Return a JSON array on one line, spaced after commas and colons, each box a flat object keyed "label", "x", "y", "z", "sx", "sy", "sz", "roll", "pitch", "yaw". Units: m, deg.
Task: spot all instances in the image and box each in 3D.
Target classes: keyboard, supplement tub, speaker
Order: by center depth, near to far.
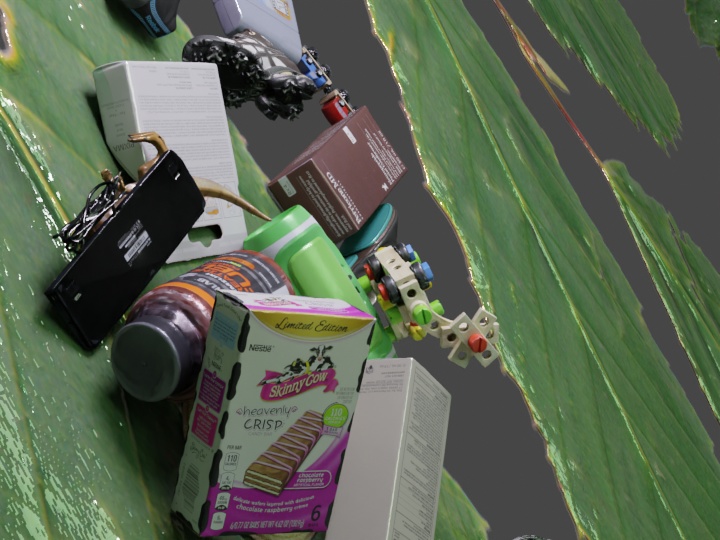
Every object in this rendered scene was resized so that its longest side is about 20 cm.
[{"label": "keyboard", "x": -0.218, "y": -0.032, "z": 1.276, "sx": 0.201, "sy": 0.039, "sz": 0.105, "roll": -56, "pitch": 134, "yaw": -38}, {"label": "supplement tub", "x": -0.142, "y": 0.054, "z": 1.293, "sx": 0.108, "sy": 0.106, "sz": 0.200, "roll": 60, "pitch": 28, "yaw": -1}, {"label": "speaker", "x": -0.041, "y": 0.035, "z": 1.499, "sx": 0.201, "sy": 0.088, "sz": 0.088, "roll": 58, "pitch": 28, "yaw": -8}]

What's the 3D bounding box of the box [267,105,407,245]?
[{"label": "box", "x": -0.023, "y": -0.109, "z": 1.675, "sx": 0.101, "sy": 0.075, "sz": 0.200, "roll": 55, "pitch": 30, "yaw": -11}]

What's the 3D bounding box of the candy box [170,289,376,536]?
[{"label": "candy box", "x": -0.074, "y": 0.124, "z": 1.232, "sx": 0.135, "sy": 0.061, "sz": 0.202, "roll": 5, "pitch": 102, "yaw": -37}]

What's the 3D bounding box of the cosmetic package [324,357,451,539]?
[{"label": "cosmetic package", "x": 0.029, "y": 0.198, "z": 1.406, "sx": 0.104, "sy": 0.072, "sz": 0.202, "roll": 46, "pitch": 47, "yaw": -50}]

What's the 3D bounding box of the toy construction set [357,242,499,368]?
[{"label": "toy construction set", "x": 0.061, "y": 0.041, "z": 1.508, "sx": 0.200, "sy": 0.092, "sz": 0.132, "roll": 25, "pitch": -38, "yaw": 60}]

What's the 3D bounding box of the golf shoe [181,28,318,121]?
[{"label": "golf shoe", "x": -0.140, "y": -0.231, "z": 1.611, "sx": 0.199, "sy": 0.078, "sz": 0.095, "roll": 19, "pitch": 31, "yaw": -54}]

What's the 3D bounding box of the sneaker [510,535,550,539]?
[{"label": "sneaker", "x": 0.195, "y": 0.338, "z": 1.614, "sx": 0.199, "sy": 0.085, "sz": 0.079, "roll": 4, "pitch": 60, "yaw": -58}]

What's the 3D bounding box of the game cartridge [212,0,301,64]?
[{"label": "game cartridge", "x": -0.137, "y": -0.353, "z": 1.749, "sx": 0.133, "sy": 0.041, "sz": 0.202, "roll": 29, "pitch": 42, "yaw": -51}]

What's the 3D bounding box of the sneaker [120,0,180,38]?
[{"label": "sneaker", "x": -0.224, "y": -0.337, "z": 1.573, "sx": 0.201, "sy": 0.073, "sz": 0.082, "roll": -81, "pitch": 150, "yaw": -42}]

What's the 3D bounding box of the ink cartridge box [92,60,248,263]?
[{"label": "ink cartridge box", "x": -0.188, "y": -0.110, "z": 1.454, "sx": 0.161, "sy": 0.050, "sz": 0.202, "roll": -12, "pitch": 93, "yaw": -61}]

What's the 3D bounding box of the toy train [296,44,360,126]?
[{"label": "toy train", "x": -0.027, "y": -0.200, "z": 1.795, "sx": 0.201, "sy": 0.034, "sz": 0.046, "roll": 52, "pitch": 42, "yaw": -18}]

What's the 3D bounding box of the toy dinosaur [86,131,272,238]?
[{"label": "toy dinosaur", "x": -0.187, "y": -0.079, "z": 1.362, "sx": 0.199, "sy": 0.060, "sz": 0.107, "roll": -17, "pitch": 104, "yaw": -37}]

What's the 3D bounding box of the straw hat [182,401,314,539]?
[{"label": "straw hat", "x": -0.068, "y": 0.157, "z": 1.343, "sx": 0.201, "sy": 0.085, "sz": 0.202, "roll": 40, "pitch": 34, "yaw": -34}]

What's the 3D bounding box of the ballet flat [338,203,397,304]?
[{"label": "ballet flat", "x": 0.000, "y": 0.000, "z": 1.631, "sx": 0.069, "sy": 0.068, "sz": 0.200, "roll": 61, "pitch": 37, "yaw": -19}]
